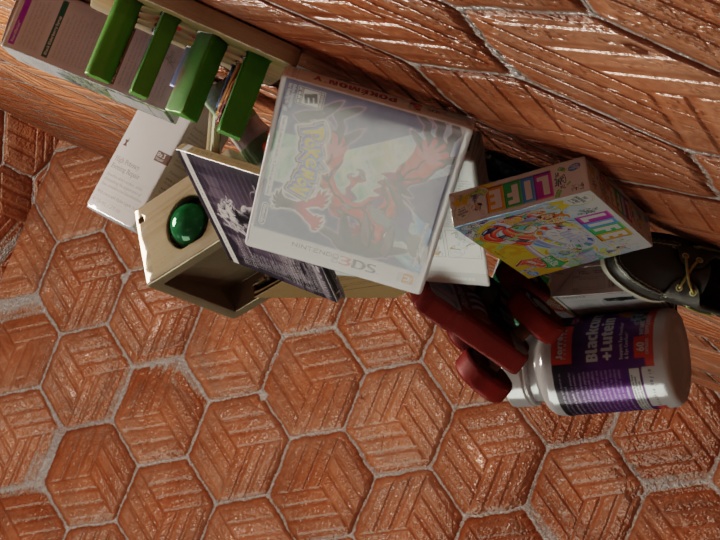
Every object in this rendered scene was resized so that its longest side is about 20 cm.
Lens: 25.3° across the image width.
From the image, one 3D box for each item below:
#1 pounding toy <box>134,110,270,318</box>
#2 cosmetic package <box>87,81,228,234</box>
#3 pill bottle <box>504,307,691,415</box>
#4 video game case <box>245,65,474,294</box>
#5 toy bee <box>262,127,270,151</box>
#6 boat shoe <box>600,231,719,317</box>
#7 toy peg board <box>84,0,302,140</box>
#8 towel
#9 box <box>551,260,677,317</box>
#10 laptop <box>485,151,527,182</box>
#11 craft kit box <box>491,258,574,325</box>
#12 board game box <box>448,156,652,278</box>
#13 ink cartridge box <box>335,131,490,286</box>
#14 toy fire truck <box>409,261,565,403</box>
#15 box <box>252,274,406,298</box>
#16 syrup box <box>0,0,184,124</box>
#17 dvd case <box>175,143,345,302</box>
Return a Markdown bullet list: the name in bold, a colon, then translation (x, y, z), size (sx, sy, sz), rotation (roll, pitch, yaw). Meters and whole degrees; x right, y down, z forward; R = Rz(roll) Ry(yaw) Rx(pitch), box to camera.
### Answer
- **pounding toy**: translation (-0.154, -0.068, 1.841), size (0.183, 0.143, 0.199), rotation (-30, 148, 27)
- **cosmetic package**: translation (-0.233, -0.139, 1.925), size (0.101, 0.201, 0.074), rotation (23, 175, 40)
- **pill bottle**: translation (0.265, 0.106, 1.821), size (0.198, 0.113, 0.111), rotation (-7, 164, 25)
- **video game case**: translation (-0.005, -0.081, 1.506), size (0.181, 0.201, 0.023), rotation (16, -143, 0)
- **toy bee**: translation (-0.040, -0.127, 1.673), size (0.108, 0.131, 0.201), rotation (4, 130, 28)
- **boat shoe**: translation (0.339, 0.006, 1.614), size (0.199, 0.072, 0.061), rotation (16, 175, -15)
- **toy peg board**: translation (-0.177, -0.197, 1.539), size (0.199, 0.099, 0.199), rotation (23, 177, -11)
- **towel**: translation (-0.095, -0.123, 1.734), size (0.201, 0.023, 0.153), rotation (53, -168, -8)
- **box**: translation (0.286, 0.013, 1.799), size (0.116, 0.061, 0.200), rotation (-5, 168, 18)
- **laptop**: translation (0.153, -0.047, 1.658), size (0.199, 0.104, 0.177), rotation (30, -178, 32)
- **craft kit box**: translation (0.255, 0.037, 1.971), size (0.198, 0.049, 0.198), rotation (22, -148, 4)
- **board game box**: translation (0.183, -0.047, 1.515), size (0.133, 0.035, 0.200), rotation (-15, 160, 23)
- **ink cartridge box**: translation (0.030, -0.064, 1.581), size (0.198, 0.044, 0.174), rotation (4, 139, 16)
- **toy fire truck**: translation (0.115, 0.033, 1.716), size (0.167, 0.112, 0.200), rotation (36, -164, -19)
- **box**: translation (0.000, 0.000, 1.831), size (0.198, 0.021, 0.163), rotation (1, 162, -33)
- **syrup box**: translation (-0.280, -0.237, 1.745), size (0.198, 0.082, 0.079), rotation (23, 175, 3)
- **dvd case**: translation (-0.104, -0.051, 1.648), size (0.199, 0.016, 0.150), rotation (19, 141, 49)
